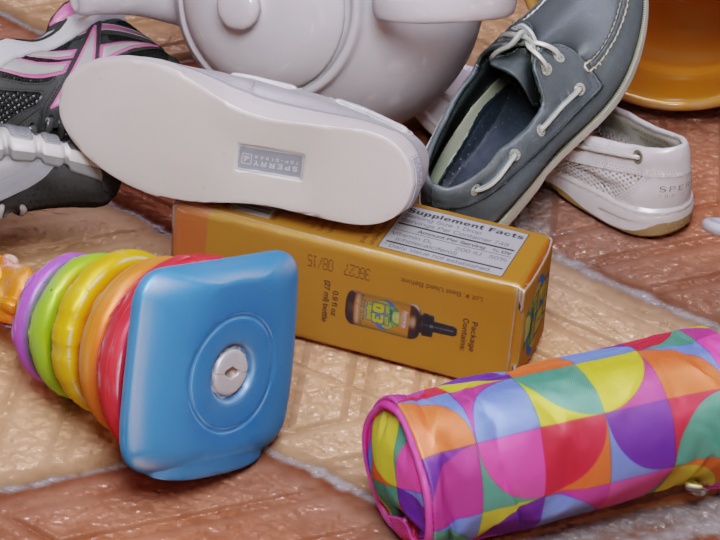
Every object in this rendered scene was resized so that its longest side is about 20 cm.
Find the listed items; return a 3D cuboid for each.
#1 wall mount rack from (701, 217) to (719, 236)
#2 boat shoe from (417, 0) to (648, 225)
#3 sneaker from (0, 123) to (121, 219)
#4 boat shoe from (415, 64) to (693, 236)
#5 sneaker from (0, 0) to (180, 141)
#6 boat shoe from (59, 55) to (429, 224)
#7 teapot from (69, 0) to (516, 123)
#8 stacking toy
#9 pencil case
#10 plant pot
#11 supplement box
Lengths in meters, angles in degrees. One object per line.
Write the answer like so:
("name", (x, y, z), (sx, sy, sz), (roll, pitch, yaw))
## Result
("wall mount rack", (0.270, 0.026, 1.549), (0.200, 0.075, 0.174), (10, 9, 8))
("boat shoe", (0.098, -0.105, 1.684), (0.073, 0.062, 0.200), (29, 75, 26))
("sneaker", (-0.231, -0.026, 1.592), (0.200, 0.116, 0.075), (11, -5, -22))
("boat shoe", (0.115, -0.091, 1.749), (0.200, 0.069, 0.071), (26, 38, 29))
("sneaker", (-0.169, -0.094, 1.715), (0.086, 0.080, 0.200), (28, 43, 15))
("boat shoe", (-0.059, -0.075, 1.587), (0.200, 0.072, 0.069), (8, 14, 12))
("teapot", (-0.030, -0.160, 1.705), (0.197, 0.200, 0.146), (49, 29, 10))
("stacking toy", (-0.136, 0.028, 1.517), (0.200, 0.110, 0.116), (17, 18, 38))
("pencil case", (0.103, 0.085, 1.461), (0.200, 0.089, 0.088), (-9, 35, -19))
("plant pot", (0.210, -0.216, 1.868), (0.200, 0.201, 0.183), (11, 17, 9))
("supplement box", (0.000, 0.000, 1.596), (0.200, 0.067, 0.069), (16, 32, 16))
